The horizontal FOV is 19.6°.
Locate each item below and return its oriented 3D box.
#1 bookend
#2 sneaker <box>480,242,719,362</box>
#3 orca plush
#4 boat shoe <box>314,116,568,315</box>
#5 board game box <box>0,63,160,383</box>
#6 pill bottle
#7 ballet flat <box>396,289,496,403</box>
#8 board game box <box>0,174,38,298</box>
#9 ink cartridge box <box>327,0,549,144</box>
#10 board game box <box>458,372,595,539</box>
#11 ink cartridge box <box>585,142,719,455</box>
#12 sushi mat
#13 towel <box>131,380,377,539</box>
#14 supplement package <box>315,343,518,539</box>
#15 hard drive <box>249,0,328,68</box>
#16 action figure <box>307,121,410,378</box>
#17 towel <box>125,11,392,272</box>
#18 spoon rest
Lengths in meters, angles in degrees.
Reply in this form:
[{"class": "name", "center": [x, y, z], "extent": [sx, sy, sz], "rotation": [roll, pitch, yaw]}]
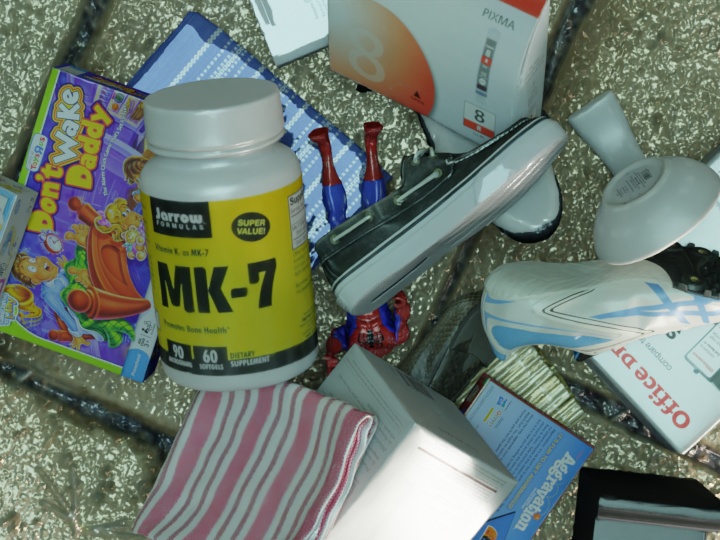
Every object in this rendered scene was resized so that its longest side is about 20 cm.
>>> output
[{"class": "bookend", "center": [0.195, 0.249, 1.464], "extent": [0.092, 0.200, 0.199], "rotation": [6, 90, 2]}, {"class": "sneaker", "center": [0.183, 0.025, 1.454], "extent": [0.199, 0.072, 0.073], "rotation": [-4, 122, -2]}, {"class": "orca plush", "center": [0.076, -0.083, 1.532], "extent": [0.200, 0.071, 0.105], "rotation": [34, 72, 23]}, {"class": "boat shoe", "center": [0.050, -0.052, 1.444], "extent": [0.200, 0.072, 0.071], "rotation": [-37, 76, 10]}, {"class": "board game box", "center": [-0.188, -0.035, 1.534], "extent": [0.134, 0.045, 0.201], "rotation": [19, 101, 4]}, {"class": "pill bottle", "center": [-0.094, -0.027, 1.453], "extent": [0.114, 0.114, 0.201], "rotation": [-5, 108, 2]}, {"class": "ballet flat", "center": [0.037, 0.092, 1.536], "extent": [0.067, 0.046, 0.200], "rotation": [34, 98, -36]}, {"class": "board game box", "center": [-0.332, 0.009, 1.531], "extent": [0.134, 0.034, 0.200], "rotation": [25, 102, 16]}, {"class": "ink cartridge box", "center": [0.052, -0.184, 1.433], "extent": [0.162, 0.200, 0.050], "rotation": [29, 61, 21]}, {"class": "board game box", "center": [0.076, 0.185, 1.538], "extent": [0.103, 0.019, 0.200], "rotation": [34, 94, -16]}, {"class": "ink cartridge box", "center": [0.252, 0.016, 1.518], "extent": [0.200, 0.083, 0.147], "rotation": [-44, 88, 3]}, {"class": "sushi mat", "center": [0.067, 0.133, 1.561], "extent": [0.200, 0.012, 0.096], "rotation": [-41, 88, 2]}, {"class": "towel", "center": [-0.080, 0.142, 1.446], "extent": [0.030, 0.200, 0.147], "rotation": [31, 81, -38]}, {"class": "supplement package", "center": [-0.009, 0.175, 1.462], "extent": [0.114, 0.110, 0.200], "rotation": [33, 101, -36]}, {"class": "hard drive", "center": [0.005, -0.251, 1.554], "extent": [0.199, 0.025, 0.132], "rotation": [-22, 90, 2]}, {"class": "action figure", "center": [0.000, 0.000, 1.513], "extent": [0.065, 0.099, 0.201], "rotation": [-7, 104, 3]}, {"class": "towel", "center": [-0.097, -0.080, 1.564], "extent": [0.200, 0.024, 0.145], "rotation": [40, 90, -1]}, {"class": "spoon rest", "center": [0.198, -0.061, 1.476], "extent": [0.099, 0.200, 0.061], "rotation": [-34, 117, 10]}]
